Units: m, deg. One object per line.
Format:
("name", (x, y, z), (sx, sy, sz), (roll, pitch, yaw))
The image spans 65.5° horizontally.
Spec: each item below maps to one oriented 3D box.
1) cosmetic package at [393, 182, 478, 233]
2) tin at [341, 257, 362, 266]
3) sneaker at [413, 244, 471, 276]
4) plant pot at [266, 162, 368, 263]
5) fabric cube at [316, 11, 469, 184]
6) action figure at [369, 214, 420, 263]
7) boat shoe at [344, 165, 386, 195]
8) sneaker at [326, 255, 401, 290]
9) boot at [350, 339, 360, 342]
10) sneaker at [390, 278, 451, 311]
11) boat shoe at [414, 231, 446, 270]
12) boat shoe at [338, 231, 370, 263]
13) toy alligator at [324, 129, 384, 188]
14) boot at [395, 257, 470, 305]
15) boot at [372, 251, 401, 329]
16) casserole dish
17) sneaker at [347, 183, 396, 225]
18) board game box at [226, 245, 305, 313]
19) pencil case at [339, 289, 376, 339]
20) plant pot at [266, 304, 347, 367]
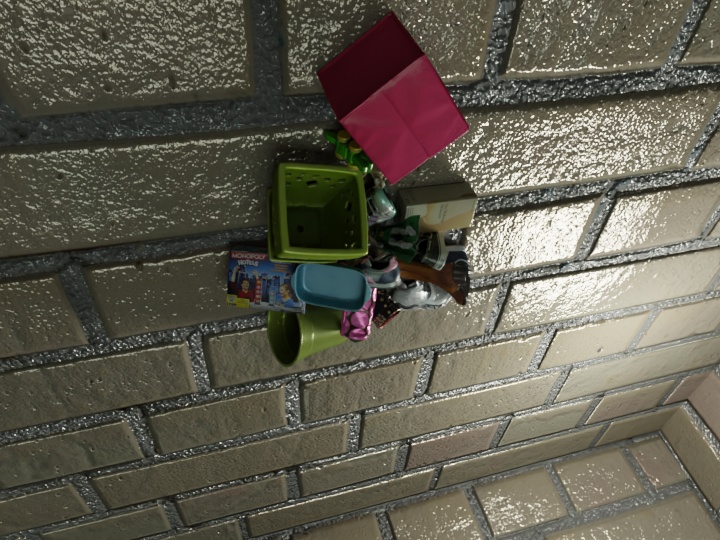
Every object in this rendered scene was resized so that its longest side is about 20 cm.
("cosmetic package", (0.193, -0.159, 1.447), (0.198, 0.071, 0.106), (-9, 137, -13))
("tin", (-0.058, -0.054, 1.480), (0.111, 0.042, 0.201), (-15, 139, -1))
("sneaker", (0.222, -0.008, 1.583), (0.198, 0.109, 0.070), (-8, 154, -16))
("plant pot", (-0.111, -0.113, 1.256), (0.198, 0.201, 0.181), (1, 169, -25))
("fabric cube", (0.064, -0.339, 1.110), (0.199, 0.197, 0.199), (-33, 136, 15))
("action figure", (0.075, -0.086, 1.405), (0.054, 0.200, 0.119), (19, 87, -26))
("boat shoe", (0.043, -0.234, 1.310), (0.199, 0.065, 0.071), (-37, 136, 18))
("sneaker", (0.000, 0.000, 1.392), (0.198, 0.070, 0.083), (-4, 120, 7))
("boot", (0.021, 0.152, 1.712), (0.199, 0.078, 0.138), (-24, 145, 23))
("sneaker", (0.188, 0.058, 1.671), (0.198, 0.076, 0.115), (-6, 139, -12))
("boat shoe", (0.178, -0.069, 1.460), (0.063, 0.200, 0.071), (19, 112, -9))
("boat shoe", (-0.031, -0.050, 1.370), (0.071, 0.067, 0.201), (-6, 161, -27))
("toy alligator", (0.001, -0.247, 1.202), (0.054, 0.200, 0.060), (-31, 153, -28))
("boot", (0.197, 0.032, 1.535), (0.198, 0.069, 0.188), (7, 160, 18))
("boot", (0.059, 0.055, 1.548), (0.200, 0.151, 0.073), (-48, 162, 31))
("casserole dish", (-0.069, 0.032, 1.358), (0.198, 0.039, 0.122), (10, 123, 6))
("sneaker", (0.011, -0.136, 1.336), (0.139, 0.078, 0.200), (-23, 172, 2))
("board game box", (-0.227, -0.004, 1.404), (0.198, 0.062, 0.202), (7, 103, -4))
("pencil case", (-0.010, 0.092, 1.509), (0.093, 0.090, 0.202), (-12, 116, -41))
("plant pot", (-0.136, 0.159, 1.577), (0.189, 0.201, 0.201), (-3, 137, -36))
